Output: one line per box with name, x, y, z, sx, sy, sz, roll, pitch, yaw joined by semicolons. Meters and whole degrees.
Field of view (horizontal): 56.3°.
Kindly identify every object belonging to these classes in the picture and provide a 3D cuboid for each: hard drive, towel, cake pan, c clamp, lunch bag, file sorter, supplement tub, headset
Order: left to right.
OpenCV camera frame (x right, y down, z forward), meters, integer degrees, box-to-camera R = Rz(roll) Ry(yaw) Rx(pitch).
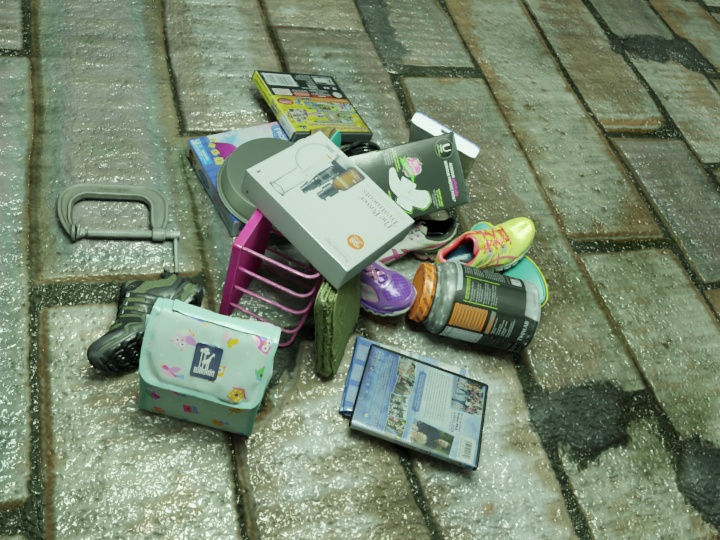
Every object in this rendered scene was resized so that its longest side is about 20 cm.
c clamp;-0.387;-0.079;1.085;0.198;0.027;0.172;5;54;-15
lunch bag;-0.200;0.121;0.890;0.169;0.201;0.123;17;51;-7
cake pan;-0.147;-0.155;1.162;0.198;0.037;0.202;9;53;-12
file sorter;-0.118;0.000;1.006;0.124;0.201;0.140;25;51;0
towel;-0.034;0.052;1.000;0.036;0.201;0.149;13;49;12
headset;0.023;-0.183;1.286;0.198;0.094;0.124;-23;67;-13
towel;0.074;0.188;1.046;0.198;0.024;0.148;19;51;-4
hard drive;0.151;-0.223;1.271;0.131;0.200;0.026;32;84;5
supplement tub;0.185;0.056;1.115;0.198;0.123;0.123;15;51;-8

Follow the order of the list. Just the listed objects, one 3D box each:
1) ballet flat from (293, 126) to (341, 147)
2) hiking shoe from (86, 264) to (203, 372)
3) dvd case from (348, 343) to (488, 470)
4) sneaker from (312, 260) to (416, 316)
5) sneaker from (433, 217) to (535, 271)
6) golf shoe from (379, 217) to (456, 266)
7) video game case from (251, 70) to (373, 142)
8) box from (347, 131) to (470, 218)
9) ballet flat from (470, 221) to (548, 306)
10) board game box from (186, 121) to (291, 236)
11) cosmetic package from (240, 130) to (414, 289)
ballet flat;-0.096;-0.180;1.139;0.072;0.068;0.201;11;50;14
hiking shoe;-0.326;0.068;0.979;0.100;0.076;0.200;32;42;17
dvd case;0.092;0.202;1.013;0.198;0.018;0.144;20;50;-2
sneaker;0.000;0.000;1.091;0.199;0.089;0.081;30;66;19
sneaker;0.216;-0.039;1.169;0.199;0.090;0.079;-29;63;-1
golf shoe;0.075;-0.061;1.186;0.198;0.092;0.073;-8;58;-20
video game case;-0.094;-0.325;1.338;0.199;0.026;0.181;-10;57;-41
box;0.060;-0.146;1.155;0.198;0.148;0.126;-15;95;-13
ballet flat;0.273;-0.008;1.230;0.067;0.067;0.201;-38;65;3
board game box;-0.182;-0.173;1.213;0.198;0.041;0.201;-20;64;-30
cosmetic package;-0.045;-0.090;0.942;0.200;0.052;0.150;44;54;11
